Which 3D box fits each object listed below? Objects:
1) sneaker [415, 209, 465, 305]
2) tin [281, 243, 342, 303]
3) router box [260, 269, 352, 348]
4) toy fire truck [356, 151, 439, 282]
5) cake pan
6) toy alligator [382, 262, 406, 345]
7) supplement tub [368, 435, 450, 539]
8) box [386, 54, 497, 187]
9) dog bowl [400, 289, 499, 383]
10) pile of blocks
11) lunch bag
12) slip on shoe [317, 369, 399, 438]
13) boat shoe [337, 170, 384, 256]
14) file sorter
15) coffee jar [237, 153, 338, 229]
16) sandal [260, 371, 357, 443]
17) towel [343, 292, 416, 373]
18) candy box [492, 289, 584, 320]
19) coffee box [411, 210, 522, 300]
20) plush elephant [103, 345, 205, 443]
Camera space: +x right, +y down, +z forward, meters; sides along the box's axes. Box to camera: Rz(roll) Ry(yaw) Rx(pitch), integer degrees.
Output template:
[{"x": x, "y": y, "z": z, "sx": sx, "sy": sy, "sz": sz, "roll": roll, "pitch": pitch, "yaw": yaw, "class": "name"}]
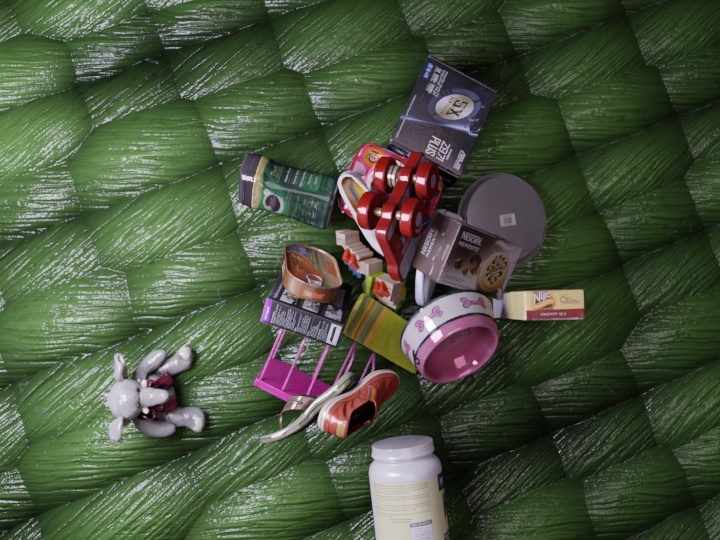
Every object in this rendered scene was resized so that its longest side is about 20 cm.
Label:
[{"x": 0.162, "y": -0.025, "z": 1.243, "sx": 0.069, "sy": 0.073, "sz": 0.206, "roll": 13, "pitch": 82, "yaw": 23, "class": "sneaker"}, {"x": -0.094, "y": 0.004, "z": 1.171, "sx": 0.109, "sy": 0.201, "sz": 0.043, "roll": 10, "pitch": 111, "yaw": -12, "class": "tin"}, {"x": -0.095, "y": 0.060, "z": 1.161, "sx": 0.145, "sy": 0.201, "sz": 0.052, "roll": 20, "pitch": 109, "yaw": -2, "class": "router box"}, {"x": 0.083, "y": -0.104, "z": 1.131, "sx": 0.109, "sy": 0.169, "sz": 0.204, "roll": 11, "pitch": 60, "yaw": 26, "class": "toy fire truck"}, {"x": 0.301, "y": -0.106, "z": 1.287, "sx": 0.193, "sy": 0.037, "sz": 0.207, "roll": 0, "pitch": 85, "yaw": -5, "class": "cake pan"}, {"x": 0.069, "y": 0.051, "z": 1.251, "sx": 0.053, "sy": 0.058, "sz": 0.207, "roll": 3, "pitch": 93, "yaw": -47, "class": "toy alligator"}, {"x": 0.091, "y": 0.430, "z": 1.170, "sx": 0.140, "sy": 0.145, "sz": 0.207, "roll": -6, "pitch": 86, "yaw": -5, "class": "supplement tub"}, {"x": 0.164, "y": -0.304, "z": 1.269, "sx": 0.160, "sy": 0.086, "sz": 0.204, "roll": 26, "pitch": 83, "yaw": -2, "class": "box"}, {"x": 0.177, "y": 0.134, "z": 1.174, "sx": 0.195, "sy": 0.203, "sz": 0.075, "roll": -20, "pitch": 48, "yaw": -6, "class": "dog bowl"}, {"x": 0.000, "y": 0.000, "z": 1.218, "sx": 0.201, "sy": 0.061, "sz": 0.083, "roll": 49, "pitch": 128, "yaw": 23, "class": "pile of blocks"}, {"x": 0.055, "y": -0.143, "z": 1.254, "sx": 0.195, "sy": 0.082, "sz": 0.180, "roll": 23, "pitch": 88, "yaw": -1, "class": "lunch bag"}, {"x": 0.010, "y": 0.231, "z": 1.057, "sx": 0.060, "sy": 0.198, "sz": 0.076, "roll": 23, "pitch": 116, "yaw": 32, "class": "slip on shoe"}, {"x": 0.023, "y": -0.103, "z": 1.179, "sx": 0.070, "sy": 0.070, "sz": 0.203, "roll": -33, "pitch": 96, "yaw": 8, "class": "boat shoe"}, {"x": -0.078, "y": 0.182, "z": 1.167, "sx": 0.196, "sy": 0.139, "sz": 0.128, "roll": 26, "pitch": 99, "yaw": -2, "class": "file sorter"}, {"x": -0.146, "y": -0.158, "z": 1.222, "sx": 0.194, "sy": 0.105, "sz": 0.087, "roll": 16, "pitch": 53, "yaw": -3, "class": "coffee jar"}, {"x": -0.093, "y": 0.235, "z": 1.075, "sx": 0.199, "sy": 0.080, "sz": 0.058, "roll": -38, "pitch": 77, "yaw": -2, "class": "sandal"}, {"x": 0.057, "y": 0.127, "z": 1.213, "sx": 0.198, "sy": 0.018, "sz": 0.087, "roll": 32, "pitch": 88, "yaw": -27, "class": "towel"}, {"x": 0.338, "y": 0.067, "z": 1.192, "sx": 0.112, "sy": 0.200, "sz": 0.057, "roll": -1, "pitch": 86, "yaw": -4, "class": "candy box"}, {"x": 0.204, "y": -0.026, "z": 1.169, "sx": 0.197, "sy": 0.079, "sz": 0.116, "roll": 16, "pitch": 102, "yaw": -41, "class": "coffee box"}, {"x": -0.400, "y": 0.234, "z": 1.142, "sx": 0.193, "sy": 0.155, "sz": 0.170, "roll": -5, "pitch": 85, "yaw": -5, "class": "plush elephant"}]
